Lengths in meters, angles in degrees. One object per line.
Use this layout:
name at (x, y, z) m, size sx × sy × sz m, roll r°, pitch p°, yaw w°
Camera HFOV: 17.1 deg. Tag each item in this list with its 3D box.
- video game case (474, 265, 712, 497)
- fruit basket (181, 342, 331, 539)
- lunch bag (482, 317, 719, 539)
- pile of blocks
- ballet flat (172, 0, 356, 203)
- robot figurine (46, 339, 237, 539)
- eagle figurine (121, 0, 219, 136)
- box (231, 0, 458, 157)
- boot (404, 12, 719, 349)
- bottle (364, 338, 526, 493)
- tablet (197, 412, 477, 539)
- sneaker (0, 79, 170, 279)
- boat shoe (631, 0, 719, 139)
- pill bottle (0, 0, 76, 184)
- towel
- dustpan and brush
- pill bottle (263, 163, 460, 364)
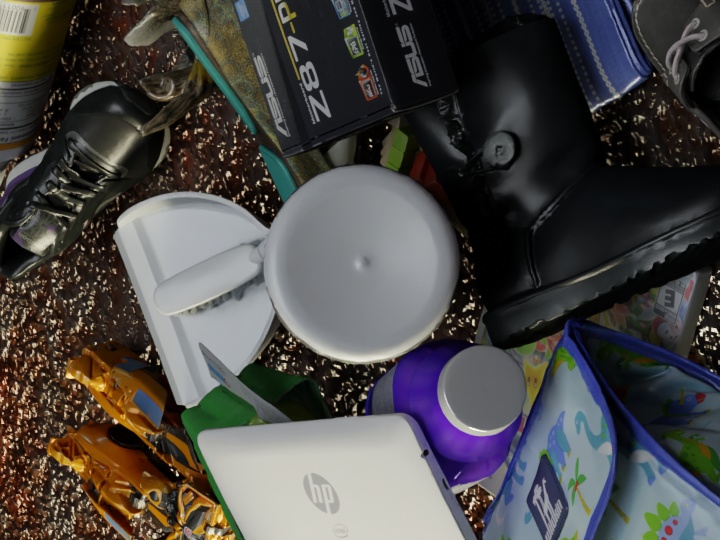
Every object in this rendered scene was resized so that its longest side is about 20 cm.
video game case at (0.124, 0.058, 1.399) m, size 0.143 × 0.018 × 0.201 m, roll 33°, pitch 121°, yaw 37°
fruit basket at (-0.018, 0.147, 1.487) m, size 0.200 × 0.094 × 0.186 m, roll 27°, pitch 148°, yaw 43°
lunch bag at (0.159, 0.145, 1.294) m, size 0.200 × 0.127 × 0.171 m, roll 39°, pitch 126°, yaw 30°
pile of blocks at (0.010, -0.100, 1.428) m, size 0.201 × 0.062 × 0.082 m, roll 59°, pitch 137°, yaw 18°
ballet flat at (-0.041, -0.091, 1.453) m, size 0.070 × 0.071 × 0.201 m, roll -5°, pitch 123°, yaw 47°
robot figurine at (-0.136, 0.144, 1.663) m, size 0.200 × 0.058 × 0.146 m, roll 38°, pitch 125°, yaw 35°
eagle figurine at (-0.101, -0.208, 1.492) m, size 0.150 × 0.152 × 0.201 m, roll -10°, pitch 111°, yaw 12°
box at (-0.026, -0.174, 1.332) m, size 0.161 × 0.049 × 0.201 m, roll -13°, pitch 95°, yaw 67°
boot at (0.122, -0.067, 1.306) m, size 0.199 × 0.076 × 0.169 m, roll -26°, pitch 78°, yaw 33°
bottle at (0.050, 0.082, 1.360) m, size 0.200 × 0.065 × 0.084 m, roll 128°, pitch 129°, yaw -74°
tablet at (-0.010, 0.143, 1.380) m, size 0.199 × 0.014 × 0.131 m, roll -9°, pitch 113°, yaw 49°
sneaker at (-0.198, -0.052, 1.652) m, size 0.076 × 0.088 × 0.200 m, roll 34°, pitch 142°, yaw -13°
boat shoe at (0.206, -0.095, 1.247) m, size 0.200 × 0.057 × 0.067 m, roll 43°, pitch 124°, yaw 31°
pill bottle at (-0.270, -0.154, 1.703) m, size 0.109 × 0.109 × 0.201 m, roll 43°, pitch 127°, yaw 32°
towel at (0.082, -0.142, 1.401) m, size 0.200 × 0.024 × 0.146 m, roll -29°, pitch 79°, yaw 48°
dustpan and brush at (-0.073, -0.006, 1.560) m, size 0.199 × 0.057 × 0.140 m, roll -25°, pitch 81°, yaw 22°
pill bottle at (0.000, 0.000, 1.348) m, size 0.200 × 0.106 × 0.107 m, roll 106°, pitch 150°, yaw -87°
